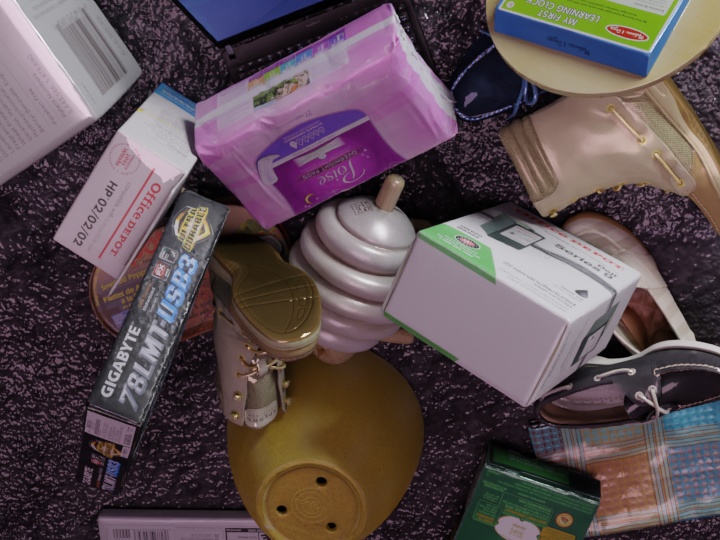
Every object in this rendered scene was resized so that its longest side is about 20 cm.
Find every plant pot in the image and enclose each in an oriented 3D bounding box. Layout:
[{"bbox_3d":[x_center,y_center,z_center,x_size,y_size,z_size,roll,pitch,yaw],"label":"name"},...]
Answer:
[{"bbox_3d":[-0.039,0.187,1.151,0.198,0.142,0.202,1,113,3],"label":"plant pot"}]

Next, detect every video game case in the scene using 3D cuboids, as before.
[{"bbox_3d":[-0.171,0.335,1.286,0.198,0.022,0.183,0,112,3],"label":"video game case"}]

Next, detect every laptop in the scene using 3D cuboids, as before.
[{"bbox_3d":[-0.036,-0.180,1.020,0.176,0.103,0.201,-18,110,11],"label":"laptop"}]

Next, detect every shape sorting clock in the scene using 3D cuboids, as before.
[{"bbox_3d":[0.197,-0.222,0.958,0.199,0.201,0.039,-16,147,10],"label":"shape sorting clock"}]

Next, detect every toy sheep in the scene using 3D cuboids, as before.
[{"bbox_3d":[0.000,0.000,1.080,0.137,0.138,0.201,19,116,-4],"label":"toy sheep"}]

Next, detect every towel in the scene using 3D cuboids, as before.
[{"bbox_3d":[0.276,0.193,1.196,0.198,0.022,0.148,-13,110,9],"label":"towel"}]

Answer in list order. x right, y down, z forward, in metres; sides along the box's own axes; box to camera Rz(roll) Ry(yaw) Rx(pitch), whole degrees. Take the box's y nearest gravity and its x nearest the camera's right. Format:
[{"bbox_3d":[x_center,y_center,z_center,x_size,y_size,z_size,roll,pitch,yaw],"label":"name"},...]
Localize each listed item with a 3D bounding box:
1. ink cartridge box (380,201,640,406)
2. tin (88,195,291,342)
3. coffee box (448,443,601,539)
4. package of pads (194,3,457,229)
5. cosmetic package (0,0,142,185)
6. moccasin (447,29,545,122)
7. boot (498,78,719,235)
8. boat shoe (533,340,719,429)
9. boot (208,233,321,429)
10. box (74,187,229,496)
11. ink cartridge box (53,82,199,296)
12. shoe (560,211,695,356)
[{"bbox_3d":[0.132,0.019,1.020,0.145,0.200,0.085,31,113,20],"label":"ink cartridge box"},{"bbox_3d":[-0.159,0.001,1.139,0.199,0.042,0.113,-20,114,11],"label":"tin"},{"bbox_3d":[0.150,0.279,1.218,0.122,0.044,0.201,18,116,2],"label":"coffee box"},{"bbox_3d":[-0.028,-0.125,1.016,0.199,0.076,0.121,-25,134,18],"label":"package of pads"},{"bbox_3d":[-0.322,-0.163,1.013,0.199,0.165,0.166,-30,107,14],"label":"cosmetic package"},{"bbox_3d":[0.155,-0.193,1.020,0.200,0.068,0.081,-37,106,17],"label":"moccasin"},{"bbox_3d":[0.230,-0.084,1.060,0.155,0.073,0.200,-32,115,20],"label":"boot"},{"bbox_3d":[0.249,0.109,1.098,0.199,0.060,0.074,-5,126,36],"label":"boat shoe"},{"bbox_3d":[-0.084,0.071,1.045,0.072,0.200,0.156,-9,116,-21],"label":"boot"},{"bbox_3d":[-0.175,0.064,0.999,0.049,0.201,0.199,22,152,-7],"label":"box"},{"bbox_3d":[-0.189,-0.073,1.022,0.068,0.200,0.115,32,111,-9],"label":"ink cartridge box"},{"bbox_3d":[0.254,0.029,1.113,0.070,0.053,0.200,-36,106,17],"label":"shoe"}]
